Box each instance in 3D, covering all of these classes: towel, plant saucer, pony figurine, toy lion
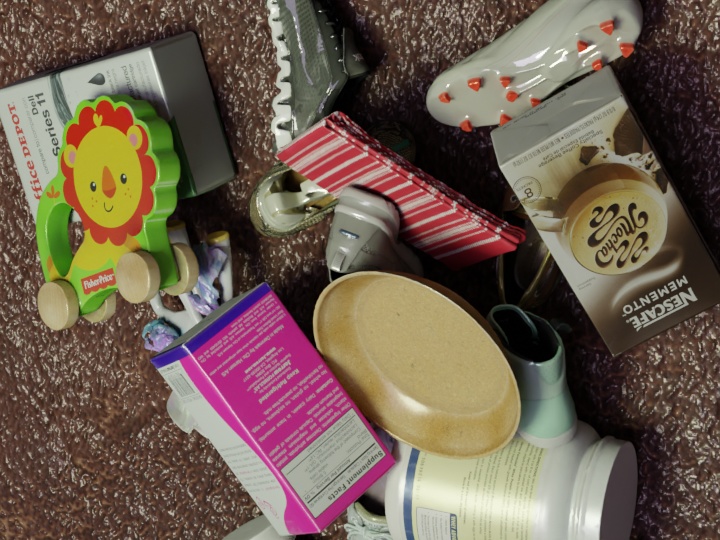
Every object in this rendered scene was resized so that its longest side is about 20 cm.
[{"bbox_3d":[0.032,-0.064,1.337,0.199,0.023,0.144,32,163,-13],"label":"towel"},{"bbox_3d":[0.053,0.072,1.326,0.199,0.035,0.201,22,137,22],"label":"plant saucer"},{"bbox_3d":[-0.138,0.062,1.517,0.193,0.166,0.202,13,122,57],"label":"pony figurine"},{"bbox_3d":[-0.234,-0.058,1.450,0.199,0.068,0.194,-18,86,42],"label":"toy lion"}]

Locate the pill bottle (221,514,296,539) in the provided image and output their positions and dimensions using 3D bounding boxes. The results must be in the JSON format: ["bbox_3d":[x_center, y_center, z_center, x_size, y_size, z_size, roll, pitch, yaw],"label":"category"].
[{"bbox_3d":[-0.066,0.349,1.592,0.110,0.111,0.201,-25,96,31],"label":"pill bottle"}]

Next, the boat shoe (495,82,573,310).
[{"bbox_3d":[0.158,-0.058,1.354,0.071,0.068,0.202,14,114,21],"label":"boat shoe"}]

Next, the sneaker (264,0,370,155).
[{"bbox_3d":[-0.034,-0.199,1.397,0.090,0.066,0.202,3,101,19],"label":"sneaker"}]

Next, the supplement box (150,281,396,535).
[{"bbox_3d":[-0.077,0.125,1.391,0.201,0.103,0.101,56,155,-6],"label":"supplement box"}]

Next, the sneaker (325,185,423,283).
[{"bbox_3d":[0.000,0.000,1.396,0.074,0.200,0.082,21,73,22],"label":"sneaker"}]

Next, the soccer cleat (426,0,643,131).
[{"bbox_3d":[0.145,-0.179,1.314,0.199,0.078,0.069,-24,129,26],"label":"soccer cleat"}]

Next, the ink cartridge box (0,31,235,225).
[{"bbox_3d":[-0.237,-0.132,1.516,0.198,0.083,0.148,-10,103,30],"label":"ink cartridge box"}]

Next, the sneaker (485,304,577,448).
[{"bbox_3d":[0.113,0.056,1.375,0.200,0.073,0.119,36,148,40],"label":"sneaker"}]

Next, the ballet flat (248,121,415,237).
[{"bbox_3d":[-0.041,-0.079,1.442,0.199,0.075,0.068,-24,95,31],"label":"ballet flat"}]

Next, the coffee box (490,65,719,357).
[{"bbox_3d":[0.204,-0.046,1.282,0.112,0.080,0.201,-29,113,12],"label":"coffee box"}]

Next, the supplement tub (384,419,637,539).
[{"bbox_3d":[0.136,0.198,1.415,0.198,0.145,0.146,8,112,24],"label":"supplement tub"}]

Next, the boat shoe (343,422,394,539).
[{"bbox_3d":[0.020,0.211,1.525,0.074,0.065,0.204,22,117,18],"label":"boat shoe"}]
